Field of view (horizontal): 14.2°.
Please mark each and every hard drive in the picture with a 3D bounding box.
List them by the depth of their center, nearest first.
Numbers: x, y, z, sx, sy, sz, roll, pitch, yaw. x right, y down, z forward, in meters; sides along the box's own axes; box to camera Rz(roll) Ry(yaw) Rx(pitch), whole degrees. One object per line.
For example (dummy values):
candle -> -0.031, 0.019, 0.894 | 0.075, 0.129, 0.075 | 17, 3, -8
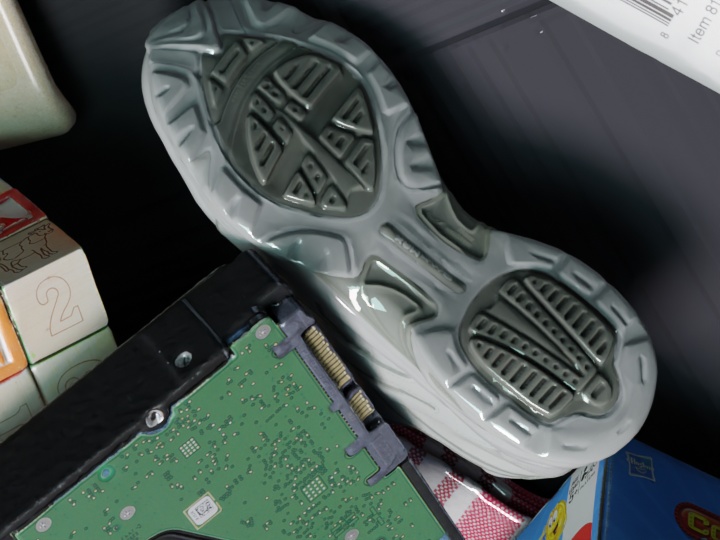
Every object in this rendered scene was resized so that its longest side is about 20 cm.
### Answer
hard drive -> -0.075, 0.102, 0.903 | 0.200, 0.038, 0.140 | -39, 133, -4

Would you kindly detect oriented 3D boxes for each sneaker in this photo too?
sneaker -> 0.000, 0.000, 0.928 | 0.200, 0.078, 0.099 | 46, 156, 8

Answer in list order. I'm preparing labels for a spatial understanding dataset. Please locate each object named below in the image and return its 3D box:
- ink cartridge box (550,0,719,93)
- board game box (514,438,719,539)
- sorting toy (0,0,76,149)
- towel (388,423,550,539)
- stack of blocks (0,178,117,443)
ink cartridge box -> 0.074, -0.152, 0.790 | 0.199, 0.083, 0.147 | 29, 129, 0
board game box -> 0.117, 0.169, 0.987 | 0.199, 0.056, 0.196 | 26, 130, -14
sorting toy -> -0.211, -0.108, 0.965 | 0.184, 0.037, 0.201 | -11, 118, 28
towel -> 0.000, 0.104, 1.036 | 0.200, 0.030, 0.147 | 33, 129, 0
stack of blocks -> -0.109, 0.070, 0.967 | 0.115, 0.058, 0.201 | 36, 148, 55
